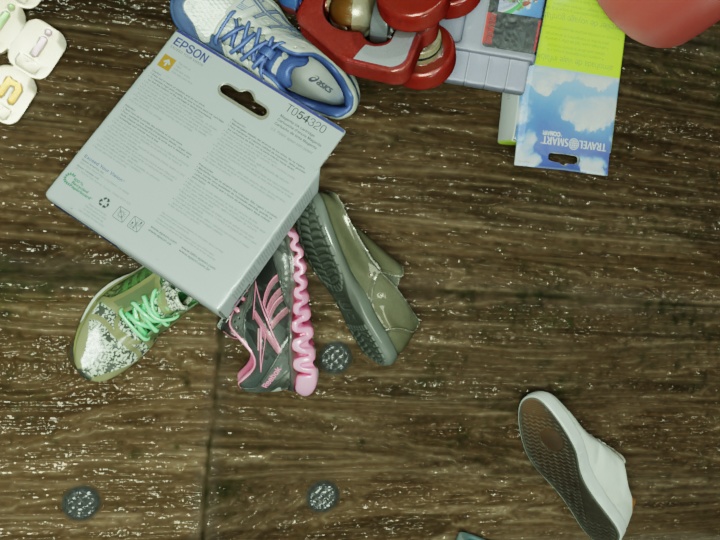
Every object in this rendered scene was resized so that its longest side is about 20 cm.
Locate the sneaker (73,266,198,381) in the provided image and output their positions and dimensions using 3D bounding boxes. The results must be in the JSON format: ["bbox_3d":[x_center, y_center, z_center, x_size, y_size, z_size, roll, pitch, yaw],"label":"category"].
[{"bbox_3d":[-0.192,0.027,0.815,0.200,0.089,0.077,-47,108,-6],"label":"sneaker"}]

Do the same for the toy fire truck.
[{"bbox_3d":[0.018,-0.268,0.806,0.168,0.112,0.200,17,72,16],"label":"toy fire truck"}]

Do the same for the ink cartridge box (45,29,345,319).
[{"bbox_3d":[-0.146,-0.090,0.790,0.196,0.043,0.200,33,78,11],"label":"ink cartridge box"}]

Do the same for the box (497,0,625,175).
[{"bbox_3d":[0.217,-0.208,0.934,0.122,0.048,0.200,4,95,-18],"label":"box"}]

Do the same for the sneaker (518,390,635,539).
[{"bbox_3d":[0.253,0.213,1.006,0.085,0.073,0.200,-39,103,-41],"label":"sneaker"}]

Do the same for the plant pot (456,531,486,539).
[{"bbox_3d":[0.169,0.446,0.943,0.196,0.196,0.200,25,99,-19],"label":"plant pot"}]

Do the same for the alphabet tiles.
[{"bbox_3d":[-0.371,-0.220,0.763,0.200,0.015,0.196,32,87,-19],"label":"alphabet tiles"}]

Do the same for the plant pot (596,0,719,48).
[{"bbox_3d":[0.350,-0.348,0.865,0.200,0.177,0.201,5,80,-27],"label":"plant pot"}]

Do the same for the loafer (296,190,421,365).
[{"bbox_3d":[0.000,0.000,0.890,0.070,0.075,0.200,-34,111,-23],"label":"loafer"}]

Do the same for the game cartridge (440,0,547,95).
[{"bbox_3d":[0.126,-0.287,0.880,0.130,0.038,0.200,11,94,8],"label":"game cartridge"}]

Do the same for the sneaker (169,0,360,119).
[{"bbox_3d":[-0.083,-0.209,0.812,0.200,0.088,0.075,25,106,-18],"label":"sneaker"}]

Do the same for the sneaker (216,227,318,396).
[{"bbox_3d":[-0.097,0.032,0.861,0.095,0.079,0.200,-6,98,-5],"label":"sneaker"}]
